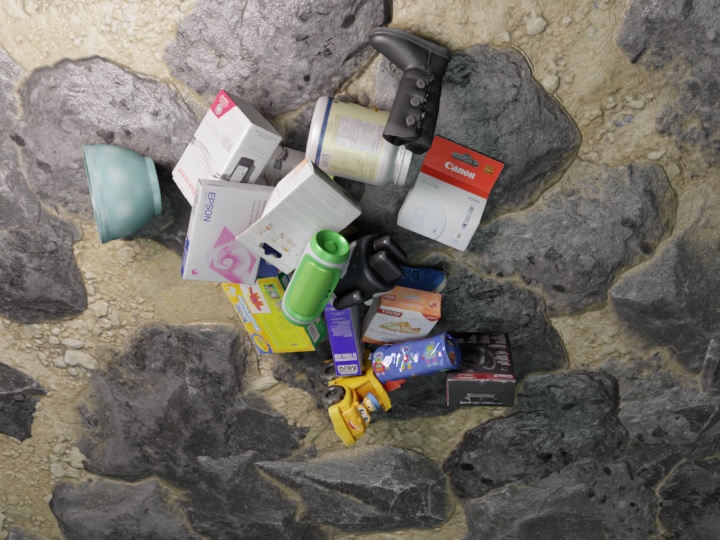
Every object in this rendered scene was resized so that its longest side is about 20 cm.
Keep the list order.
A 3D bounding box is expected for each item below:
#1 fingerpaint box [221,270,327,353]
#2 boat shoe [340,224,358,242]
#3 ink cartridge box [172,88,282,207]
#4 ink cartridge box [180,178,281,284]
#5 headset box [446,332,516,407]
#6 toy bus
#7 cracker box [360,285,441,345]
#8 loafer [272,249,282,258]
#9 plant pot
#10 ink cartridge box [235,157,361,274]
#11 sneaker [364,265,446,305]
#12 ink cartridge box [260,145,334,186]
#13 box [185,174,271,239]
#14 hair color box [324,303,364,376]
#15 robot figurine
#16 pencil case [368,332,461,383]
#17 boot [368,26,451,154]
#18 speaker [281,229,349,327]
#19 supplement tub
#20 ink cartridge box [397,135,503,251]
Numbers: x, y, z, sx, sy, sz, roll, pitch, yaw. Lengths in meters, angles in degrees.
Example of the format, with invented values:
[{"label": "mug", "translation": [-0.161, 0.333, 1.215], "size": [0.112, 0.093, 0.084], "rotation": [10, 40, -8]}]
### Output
[{"label": "fingerpaint box", "translation": [-0.190, 0.083, 1.722], "size": [0.165, 0.074, 0.202], "rotation": [-8, 121, 33]}, {"label": "boat shoe", "translation": [-0.081, -0.045, 1.675], "size": [0.068, 0.072, 0.200], "rotation": [52, 125, 14]}, {"label": "ink cartridge box", "translation": [-0.258, -0.217, 1.473], "size": [0.083, 0.145, 0.201], "rotation": [17, 114, -46]}, {"label": "ink cartridge box", "translation": [-0.226, -0.068, 1.460], "size": [0.197, 0.043, 0.199], "rotation": [4, 118, -24]}, {"label": "headset box", "translation": [0.264, 0.224, 1.713], "size": [0.146, 0.201, 0.078], "rotation": [0, 121, 4]}, {"label": "toy bus", "translation": [0.013, 0.281, 1.777], "size": [0.190, 0.201, 0.137], "rotation": [-20, 119, 7]}, {"label": "cracker box", "translation": [0.086, 0.106, 1.685], "size": [0.132, 0.058, 0.201], "rotation": [11, 150, -8]}, {"label": "loafer", "translation": [-0.119, -0.067, 1.557], "size": [0.069, 0.075, 0.200], "rotation": [38, 116, -13]}, {"label": "plant pot", "translation": [-0.484, -0.165, 1.582], "size": [0.132, 0.201, 0.203], "rotation": [-11, 122, -20]}, {"label": "ink cartridge box", "translation": [-0.119, -0.098, 1.464], "size": [0.199, 0.050, 0.162], "rotation": [-37, 138, 16]}, {"label": "sneaker", "translation": [0.083, 0.009, 1.674], "size": [0.197, 0.077, 0.112], "rotation": [-8, 132, 17]}, {"label": "ink cartridge box", "translation": [-0.162, -0.173, 1.592], "size": [0.197, 0.084, 0.147], "rotation": [16, 120, -4]}, {"label": "box", "translation": [-0.244, -0.093, 1.564], "size": [0.199, 0.060, 0.117], "rotation": [-35, 112, 25]}, {"label": "hair color box", "translation": [-0.036, 0.125, 1.737], "size": [0.064, 0.110, 0.202], "rotation": [-6, 119, 8]}, {"label": "robot figurine", "translation": [-0.001, 0.000, 1.570], "size": [0.199, 0.149, 0.126], "rotation": [-23, 87, 38]}, {"label": "pencil case", "translation": [0.120, 0.190, 1.683], "size": [0.198, 0.088, 0.078], "rotation": [-15, 161, 28]}, {"label": "boot", "translation": [0.073, -0.333, 1.428], "size": [0.162, 0.066, 0.203], "rotation": [15, 82, -4]}, {"label": "speaker", "translation": [-0.089, 0.018, 1.500], "size": [0.087, 0.089, 0.201], "rotation": [22, 129, -8]}, {"label": "supplement tub", "translation": [0.001, -0.247, 1.500], "size": [0.197, 0.146, 0.147], "rotation": [13, 120, -2]}, {"label": "ink cartridge box", "translation": [0.185, -0.155, 1.592], "size": [0.158, 0.047, 0.202], "rotation": [21, 121, -7]}]
